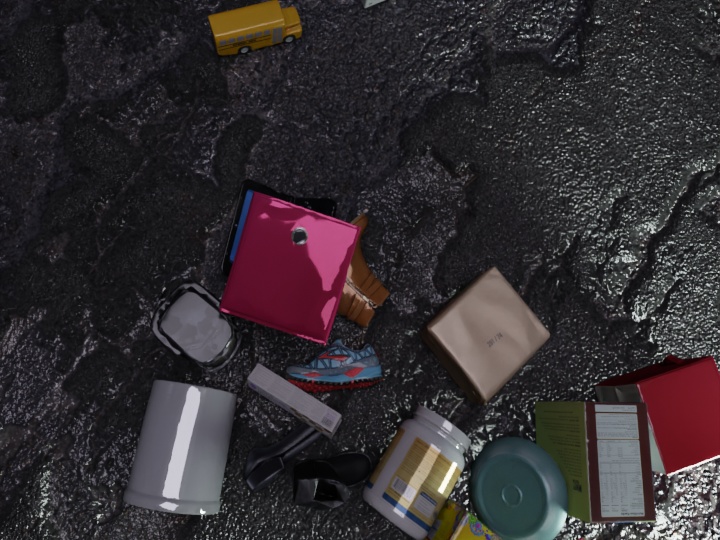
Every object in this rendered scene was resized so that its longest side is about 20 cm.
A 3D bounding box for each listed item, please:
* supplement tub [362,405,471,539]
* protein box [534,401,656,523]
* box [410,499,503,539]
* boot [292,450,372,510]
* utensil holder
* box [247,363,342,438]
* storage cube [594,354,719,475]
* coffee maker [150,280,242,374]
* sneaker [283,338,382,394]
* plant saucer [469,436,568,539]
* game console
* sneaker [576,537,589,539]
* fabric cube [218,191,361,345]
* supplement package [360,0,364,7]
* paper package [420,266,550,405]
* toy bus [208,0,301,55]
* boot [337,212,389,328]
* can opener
[{"bbox_3d":[0.108,0.377,1.124,0.143,0.145,0.202,35,76,0],"label":"supplement tub"},{"bbox_3d":[0.442,0.358,1.147,0.130,0.199,0.207,3,78,-10],"label":"protein box"},{"bbox_3d":[0.207,0.529,1.078,0.191,0.200,0.123,37,75,2],"label":"box"},{"bbox_3d":[-0.044,0.373,1.073,0.159,0.200,0.068,-8,79,-9],"label":"boot"},{"bbox_3d":[-0.315,0.312,1.068,0.164,0.170,0.206,10,74,-6],"label":"utensil holder"},{"bbox_3d":[-0.126,0.249,1.143,0.196,0.039,0.042,28,58,14],"label":"box"},{"bbox_3d":[0.611,0.287,1.203,0.174,0.171,0.206,-15,81,-9],"label":"storage cube"},{"bbox_3d":[-0.315,0.101,1.092,0.187,0.200,0.139,17,75,-4],"label":"coffee maker"},{"bbox_3d":[-0.056,0.188,1.187,0.193,0.080,0.098,0,62,-13],"label":"sneaker"},{"bbox_3d":[0.291,0.424,1.134,0.195,0.036,0.207,-6,79,34],"label":"plant saucer"},{"bbox_3d":[-0.159,-0.067,1.188,0.171,0.116,0.206,5,75,29],"label":"game console"},{"bbox_3d":[0.498,0.594,1.174,0.088,0.081,0.201,-42,95,-16],"label":"sneaker"},{"bbox_3d":[-0.118,-0.005,1.061,0.191,0.200,0.205,18,90,-2],"label":"fabric cube"},{"bbox_3d":[0.024,-0.736,1.358,0.117,0.121,0.204,-24,83,-13],"label":"supplement package"},{"bbox_3d":[0.249,0.132,1.218,0.199,0.104,0.192,-39,86,-13],"label":"paper package"},{"bbox_3d":[-0.227,-0.531,1.300,0.195,0.078,0.067,-18,81,-11],"label":"toy bus"},{"bbox_3d":[0.000,0.000,1.221,0.153,0.077,0.203,33,78,2],"label":"boot"},{"bbox_3d":[-0.138,0.343,1.142,0.197,0.064,0.079,-32,57,-23],"label":"can opener"}]
